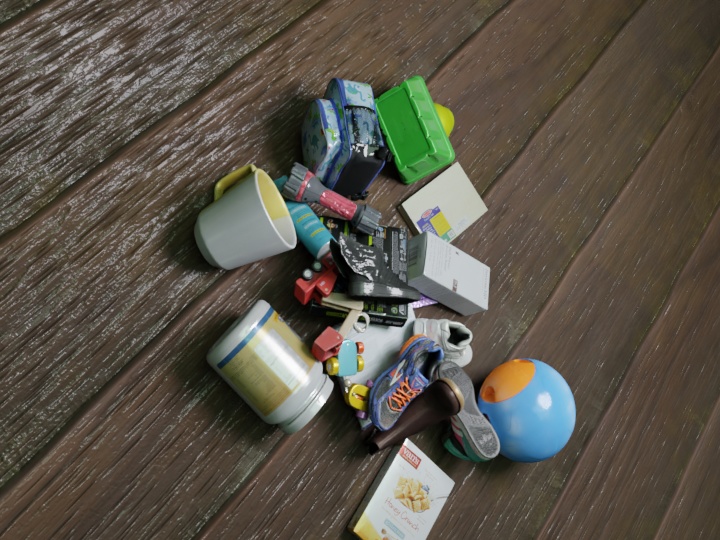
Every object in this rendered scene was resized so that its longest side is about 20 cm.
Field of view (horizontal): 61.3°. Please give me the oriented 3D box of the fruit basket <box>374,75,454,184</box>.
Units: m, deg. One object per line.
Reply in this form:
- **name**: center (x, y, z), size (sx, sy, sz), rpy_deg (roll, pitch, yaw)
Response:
- **fruit basket**: center (0.125, -0.311, 1.336), size (0.217, 0.152, 0.219), rpy_deg (52, 24, -34)

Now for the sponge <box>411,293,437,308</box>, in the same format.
- **sponge**: center (0.064, 0.032, 1.265), size (0.195, 0.030, 0.115), rpy_deg (-10, 83, -27)

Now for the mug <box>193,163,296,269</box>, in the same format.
- **mug**: center (-0.213, -0.086, 1.103), size (0.150, 0.188, 0.152), rpy_deg (-25, 113, 10)

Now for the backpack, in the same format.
- **backpack**: center (-0.039, -0.269, 1.202), size (0.142, 0.183, 0.206), rpy_deg (3, 65, -21)

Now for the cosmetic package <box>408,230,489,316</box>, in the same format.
- **cosmetic package**: center (0.184, 0.010, 1.278), size (0.196, 0.073, 0.105), rpy_deg (24, 62, -31)

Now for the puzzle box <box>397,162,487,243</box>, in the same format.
- **puzzle box**: center (0.186, -0.139, 1.366), size (0.198, 0.025, 0.135), rpy_deg (-37, 95, -27)

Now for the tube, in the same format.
- **tube**: center (-0.120, -0.104, 1.173), size (0.076, 0.051, 0.201), rpy_deg (-26, 62, -31)

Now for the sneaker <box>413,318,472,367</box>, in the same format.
- **sneaker**: center (0.191, 0.151, 1.233), size (0.198, 0.097, 0.080), rpy_deg (30, 56, -48)

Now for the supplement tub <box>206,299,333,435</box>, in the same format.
- **supplement tub**: center (-0.155, 0.171, 1.064), size (0.201, 0.144, 0.145), rpy_deg (47, 64, -9)

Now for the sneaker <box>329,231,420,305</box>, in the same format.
- **sneaker**: center (0.031, 0.000, 1.089), size (0.195, 0.059, 0.108), rpy_deg (7, 72, -39)

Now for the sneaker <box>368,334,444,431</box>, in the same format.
- **sneaker**: center (0.083, 0.201, 1.105), size (0.075, 0.078, 0.202), rpy_deg (42, 69, -22)

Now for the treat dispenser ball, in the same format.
- **treat dispenser ball**: center (0.336, 0.285, 1.241), size (0.195, 0.200, 0.208), rpy_deg (6, 75, -23)

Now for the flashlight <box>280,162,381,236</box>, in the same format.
- **flashlight**: center (-0.053, -0.131, 1.162), size (0.196, 0.068, 0.069), rpy_deg (28, 57, -9)

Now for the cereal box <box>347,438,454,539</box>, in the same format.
- **cereal box**: center (0.081, 0.451, 1.170), size (0.143, 0.039, 0.202), rpy_deg (42, 64, -11)

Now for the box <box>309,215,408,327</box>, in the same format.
- **box**: center (0.000, 0.000, 1.186), size (0.186, 0.048, 0.206), rpy_deg (6, 60, -8)

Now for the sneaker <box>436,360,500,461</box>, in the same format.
- **sneaker**: center (0.198, 0.293, 1.225), size (0.081, 0.122, 0.204), rpy_deg (-14, 66, -25)

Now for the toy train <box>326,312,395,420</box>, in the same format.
- **toy train**: center (0.011, 0.186, 1.139), size (0.150, 0.055, 0.202), rpy_deg (-44, 110, -27)

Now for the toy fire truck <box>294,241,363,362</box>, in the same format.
- **toy fire truck**: center (-0.043, 0.048, 1.091), size (0.141, 0.049, 0.199), rpy_deg (42, 60, 13)

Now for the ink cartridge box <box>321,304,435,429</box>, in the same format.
- **ink cartridge box**: center (0.040, 0.174, 1.204), size (0.196, 0.040, 0.206), rpy_deg (-24, 101, -26)

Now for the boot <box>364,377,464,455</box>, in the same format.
- **boot**: center (0.098, 0.282, 1.129), size (0.164, 0.200, 0.073), rpy_deg (-32, 80, -25)
